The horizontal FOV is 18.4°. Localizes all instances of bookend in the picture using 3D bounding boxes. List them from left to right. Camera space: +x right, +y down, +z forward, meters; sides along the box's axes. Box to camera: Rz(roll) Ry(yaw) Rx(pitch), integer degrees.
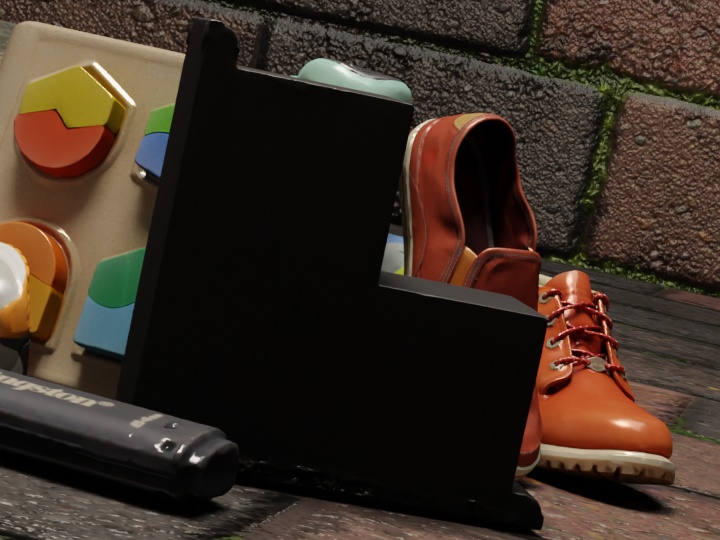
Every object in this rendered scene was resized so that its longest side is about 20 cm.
[{"bbox_3d":[0.000,0.000,1.033,0.198,0.201,0.092,10,5,-11],"label":"bookend"}]

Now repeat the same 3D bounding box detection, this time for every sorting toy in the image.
[{"bbox_3d":[-0.130,-0.029,1.134,0.199,0.186,0.036,13,-11,25],"label":"sorting toy"}]

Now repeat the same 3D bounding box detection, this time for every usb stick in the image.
[{"bbox_3d":[-0.149,0.061,0.948,0.199,0.033,0.055,14,5,19],"label":"usb stick"}]

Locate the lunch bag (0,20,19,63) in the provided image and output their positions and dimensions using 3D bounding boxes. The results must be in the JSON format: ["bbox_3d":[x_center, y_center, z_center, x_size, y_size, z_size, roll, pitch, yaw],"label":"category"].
[{"bbox_3d":[-0.207,-0.051,1.317,0.199,0.169,0.139,14,18,9],"label":"lunch bag"}]

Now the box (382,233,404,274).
[{"bbox_3d":[-0.026,0.024,1.248,0.199,0.048,0.122,16,45,34],"label":"box"}]

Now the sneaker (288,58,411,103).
[{"bbox_3d":[-0.028,-0.034,1.217,0.077,0.141,0.200,17,-4,0],"label":"sneaker"}]

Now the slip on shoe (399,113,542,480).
[{"bbox_3d":[0.064,0.010,1.158,0.074,0.201,0.061,6,-20,-36],"label":"slip on shoe"}]

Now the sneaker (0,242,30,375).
[{"bbox_3d":[-0.234,0.020,1.066,0.092,0.076,0.199,-2,5,-40],"label":"sneaker"}]

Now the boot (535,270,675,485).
[{"bbox_3d":[0.116,0.057,1.227,0.075,0.108,0.200,12,6,-26],"label":"boot"}]
